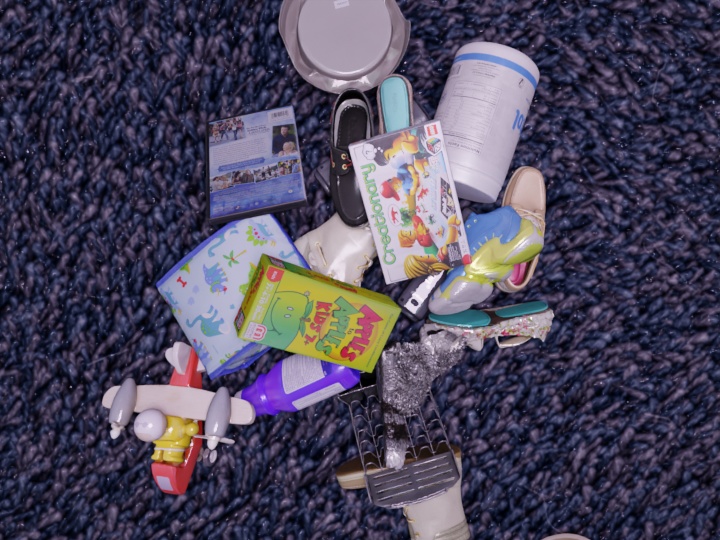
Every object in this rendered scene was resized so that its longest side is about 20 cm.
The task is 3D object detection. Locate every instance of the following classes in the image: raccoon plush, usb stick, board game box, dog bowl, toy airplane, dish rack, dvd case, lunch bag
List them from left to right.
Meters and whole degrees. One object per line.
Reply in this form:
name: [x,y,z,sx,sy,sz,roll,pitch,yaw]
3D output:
toy airplane: [-0.275,0.205,0.808,0.200,0.141,0.199,-44,76,11]
lunch bag: [-0.164,0.028,0.797,0.200,0.127,0.171,-39,80,16]
dvd case: [-0.159,-0.162,0.810,0.141,0.018,0.202,-12,58,1]
board game box: [-0.054,0.060,0.726,0.199,0.048,0.102,20,101,-27]
dog bowl: [-0.024,-0.366,0.842,0.198,0.059,0.202,0,91,-1]
usb stick: [0.020,-0.191,0.851,0.199,0.033,0.056,-36,89,1]
dish rack: [0.058,0.240,0.815,0.152,0.055,0.201,-17,55,-1]
board game box: [0.070,-0.091,0.752,0.125,0.035,0.202,-14,107,9]
raccoon plush: [0.093,0.175,0.790,0.132,0.097,0.202,-1,81,-6]
usb stick: [0.130,-0.010,0.864,0.055,0.033,0.201,36,91,-2]

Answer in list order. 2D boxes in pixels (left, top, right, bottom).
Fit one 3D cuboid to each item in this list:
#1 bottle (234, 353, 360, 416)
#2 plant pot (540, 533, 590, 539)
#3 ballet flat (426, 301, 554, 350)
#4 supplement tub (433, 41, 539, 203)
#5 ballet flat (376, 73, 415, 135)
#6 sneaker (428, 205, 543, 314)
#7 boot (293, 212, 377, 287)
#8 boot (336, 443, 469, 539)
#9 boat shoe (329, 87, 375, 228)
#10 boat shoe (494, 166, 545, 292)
bottle: [-0.099,0.172,0.838,0.199,0.084,0.065,-26,128,12]
plant pot: [0.342,0.540,0.815,0.200,0.200,0.184,-44,103,0]
ballet flat: [0.203,0.092,0.851,0.198,0.076,0.065,-5,107,3]
supplement tub: [0.173,-0.216,0.812,0.131,0.132,0.202,18,92,-1]
ballet flat: [0.057,-0.178,0.796,0.067,0.067,0.202,2,99,6]
sneaker: [0.173,-0.020,0.825,0.199,0.076,0.106,-37,56,19]
boot: [0.000,0.000,0.835,0.154,0.072,0.201,-39,84,0]
boot: [0.068,0.363,0.855,0.198,0.072,0.156,-8,94,-1]
boat shoe: [-0.013,-0.163,0.796,0.073,0.063,0.204,-2,80,6]
boat shoe: [0.255,-0.064,0.846,0.073,0.069,0.202,8,91,-1]
